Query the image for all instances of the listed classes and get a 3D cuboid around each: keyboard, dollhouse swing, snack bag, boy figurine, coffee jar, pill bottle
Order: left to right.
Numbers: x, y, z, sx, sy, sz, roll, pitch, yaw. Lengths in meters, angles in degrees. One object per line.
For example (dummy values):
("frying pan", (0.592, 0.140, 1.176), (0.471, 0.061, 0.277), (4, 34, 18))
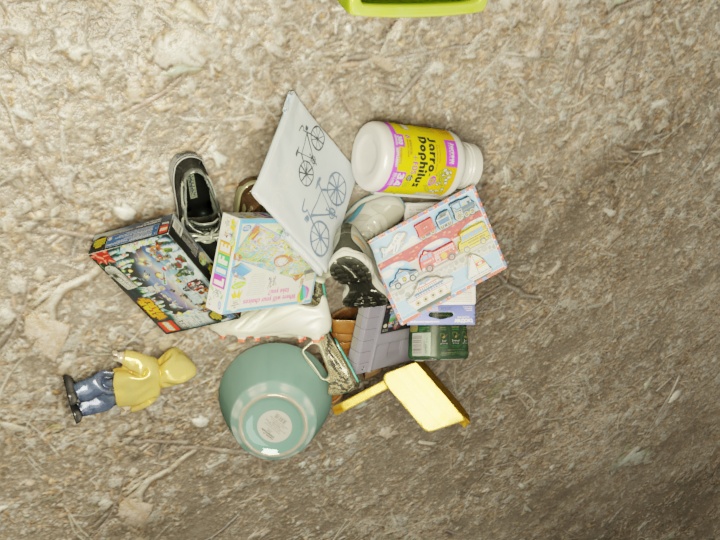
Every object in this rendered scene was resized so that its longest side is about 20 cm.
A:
("boy figurine", (-0.357, 0.168, 1.278), (0.197, 0.065, 0.126), (-19, 130, -19))
("snack bag", (-0.079, -0.123, 1.181), (0.200, 0.021, 0.191), (47, 50, -45))
("dollhouse swing", (0.075, 0.258, 1.489), (0.176, 0.182, 0.200), (-42, 172, 1))
("keyboard", (0.088, -0.128, 1.331), (0.197, 0.056, 0.011), (1, 109, -32))
("pill bottle", (0.092, -0.169, 1.268), (0.197, 0.104, 0.105), (0, 123, -31))
("coffee jar", (0.133, 0.054, 1.416), (0.103, 0.085, 0.204), (4, 84, -37))

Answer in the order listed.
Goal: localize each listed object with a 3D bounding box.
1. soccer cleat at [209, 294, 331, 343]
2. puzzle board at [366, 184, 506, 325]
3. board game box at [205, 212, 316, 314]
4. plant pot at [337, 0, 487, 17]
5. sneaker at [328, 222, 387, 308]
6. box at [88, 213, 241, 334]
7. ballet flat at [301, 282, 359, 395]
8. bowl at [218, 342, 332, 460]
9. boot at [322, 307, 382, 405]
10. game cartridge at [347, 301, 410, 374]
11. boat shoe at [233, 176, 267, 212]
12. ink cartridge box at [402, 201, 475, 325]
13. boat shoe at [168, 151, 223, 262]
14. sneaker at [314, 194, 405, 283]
("soccer cleat", (-0.143, 0.073, 1.312), (0.196, 0.069, 0.079), (0, 94, 5))
("puzzle board", (0.121, -0.022, 1.296), (0.198, 0.017, 0.152), (-28, 108, -3))
("board game box", (-0.131, -0.014, 1.184), (0.199, 0.034, 0.137), (-5, 110, -56))
("plant pot", (0.046, -0.435, 0.989), (0.196, 0.182, 0.202), (-9, 128, -24))
("sneaker", (0.000, 0.000, 1.248), (0.073, 0.080, 0.201), (-4, 152, 8))
("box", (-0.276, 0.011, 1.183), (0.135, 0.040, 0.201), (-12, 137, 21))
("ballet flat", (-0.066, 0.113, 1.360), (0.074, 0.068, 0.203), (-19, 94, -4))
("bowl", (-0.144, 0.234, 1.373), (0.197, 0.105, 0.204), (-1, 108, -3))
("boot", (-0.039, 0.149, 1.445), (0.198, 0.077, 0.157), (-21, 133, -19))
("game cartridge", (0.060, 0.106, 1.451), (0.198, 0.038, 0.131), (-7, 118, -49))
("boat shoe", (-0.161, -0.034, 1.236), (0.074, 0.075, 0.205), (-13, 129, -22))
("ink cartridge box", (0.129, -0.011, 1.350), (0.117, 0.042, 0.204), (-1, 83, -1))
("boat shoe", (-0.224, -0.070, 1.176), (0.073, 0.068, 0.202), (-15, 129, -20))
("sneaker", (-0.008, -0.050, 1.312), (0.198, 0.081, 0.077), (-33, 135, -5))
